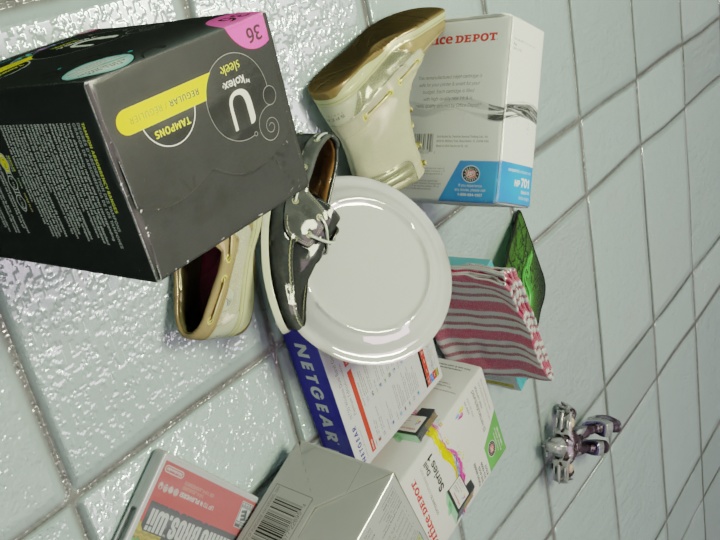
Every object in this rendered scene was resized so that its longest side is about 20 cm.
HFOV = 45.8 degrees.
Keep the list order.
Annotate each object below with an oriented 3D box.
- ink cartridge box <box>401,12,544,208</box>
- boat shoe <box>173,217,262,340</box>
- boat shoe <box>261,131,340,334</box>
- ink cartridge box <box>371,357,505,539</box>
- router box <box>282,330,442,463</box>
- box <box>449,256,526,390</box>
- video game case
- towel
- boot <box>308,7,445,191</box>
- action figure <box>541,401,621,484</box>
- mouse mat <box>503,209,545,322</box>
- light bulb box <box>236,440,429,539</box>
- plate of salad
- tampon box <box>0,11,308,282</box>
[{"bbox_3d":[0.123,-0.177,0.977,0.085,0.145,0.203,3,93,-50],"label":"ink cartridge box"},{"bbox_3d":[-0.130,-0.035,0.739,0.066,0.073,0.203,-16,108,-55],"label":"boat shoe"},{"bbox_3d":[-0.054,-0.040,0.790,0.072,0.067,0.203,64,26,-62],"label":"boat shoe"},{"bbox_3d":[0.086,0.230,1.043,0.200,0.083,0.146,-47,129,-36],"label":"ink cartridge box"},{"bbox_3d":[0.007,0.088,0.951,0.179,0.048,0.202,-41,126,-40],"label":"router box"},{"bbox_3d":[0.156,0.071,1.110,0.049,0.082,0.201,-56,135,-32],"label":"box"},{"bbox_3d":[-0.177,0.280,0.772,0.143,0.017,0.202,43,63,-46],"label":"video game case"},{"bbox_3d":[0.144,0.069,1.042,0.030,0.145,0.201,-61,138,-36],"label":"towel"},{"bbox_3d":[0.040,-0.183,0.932,0.200,0.072,0.156,-45,128,-29],"label":"boot"},{"bbox_3d":[0.353,0.284,1.409,0.199,0.069,0.132,4,99,-48],"label":"action figure"},{"bbox_3d":[0.233,0.033,1.223,0.162,0.007,0.201,62,37,-37],"label":"mouse mat"},{"bbox_3d":[-0.031,0.320,0.865,0.199,0.124,0.201,-55,141,-30],"label":"light bulb box"},{"bbox_3d":[0.000,0.000,0.865,0.197,0.048,0.203,7,69,-19],"label":"plate of salad"},{"bbox_3d":[-0.165,-0.090,0.585,0.150,0.198,0.128,-39,124,-42],"label":"tampon box"}]
